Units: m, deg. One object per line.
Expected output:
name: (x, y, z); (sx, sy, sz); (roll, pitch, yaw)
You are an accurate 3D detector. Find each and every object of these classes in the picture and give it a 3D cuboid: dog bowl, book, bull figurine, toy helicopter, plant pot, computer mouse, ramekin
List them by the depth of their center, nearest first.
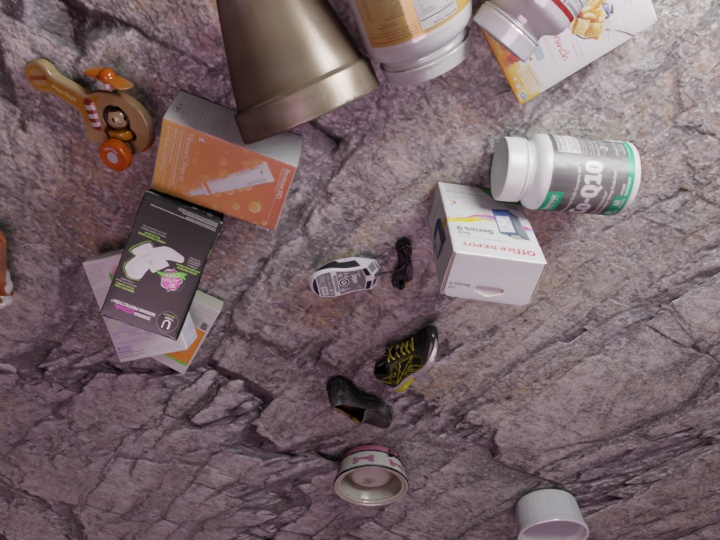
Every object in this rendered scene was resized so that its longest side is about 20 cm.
plant pot: (-0.094, -0.284, 0.691); (0.197, 0.201, 0.176); (-17, 112, 14)
toy helicopter: (-0.394, -0.250, 0.784); (0.198, 0.079, 0.133); (30, 132, -6)
bull figurine: (-0.699, -0.009, 0.988); (0.119, 0.066, 0.201); (18, 127, -17)
computer mouse: (0.000, 0.000, 1.002); (0.196, 0.044, 0.111); (-8, 134, 0)
book: (-0.379, 0.111, 1.097); (0.132, 0.048, 0.201); (28, 124, -16)
dog bowl: (0.028, 0.539, 1.421); (0.196, 0.074, 0.203); (0, 130, 0)
ramekin: (0.540, 0.714, 1.540); (0.196, 0.099, 0.203); (1, 130, 1)

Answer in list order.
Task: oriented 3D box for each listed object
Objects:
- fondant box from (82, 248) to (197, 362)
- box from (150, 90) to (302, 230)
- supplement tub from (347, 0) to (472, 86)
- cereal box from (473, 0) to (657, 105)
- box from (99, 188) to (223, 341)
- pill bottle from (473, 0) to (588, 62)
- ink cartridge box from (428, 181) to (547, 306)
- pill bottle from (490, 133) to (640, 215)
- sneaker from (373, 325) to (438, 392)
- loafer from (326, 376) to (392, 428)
fondant box: (-0.406, 0.058, 1.001); (0.141, 0.058, 0.204); (-11, 107, 10)
box: (-0.203, -0.167, 0.830); (0.197, 0.098, 0.125); (17, 128, -13)
supplement tub: (0.052, -0.347, 0.648); (0.142, 0.146, 0.202); (-17, 128, 14)
cereal box: (0.271, -0.338, 0.717); (0.198, 0.040, 0.144); (-29, 121, 23)
box: (-0.314, -0.017, 0.874); (0.123, 0.149, 0.203); (22, 95, -16)
pill bottle: (0.225, -0.352, 0.618); (0.111, 0.113, 0.201); (28, 117, -21)
ink cartridge box: (0.192, -0.047, 0.854); (0.142, 0.202, 0.089); (7, 130, -4)
pill bottle: (0.308, -0.148, 0.827); (0.196, 0.114, 0.115); (4, 130, -2)
sneaker: (0.094, 0.185, 1.128); (0.083, 0.075, 0.201); (20, 127, -15)
loafer: (-0.003, 0.327, 1.248); (0.199, 0.073, 0.073); (35, 121, -25)
